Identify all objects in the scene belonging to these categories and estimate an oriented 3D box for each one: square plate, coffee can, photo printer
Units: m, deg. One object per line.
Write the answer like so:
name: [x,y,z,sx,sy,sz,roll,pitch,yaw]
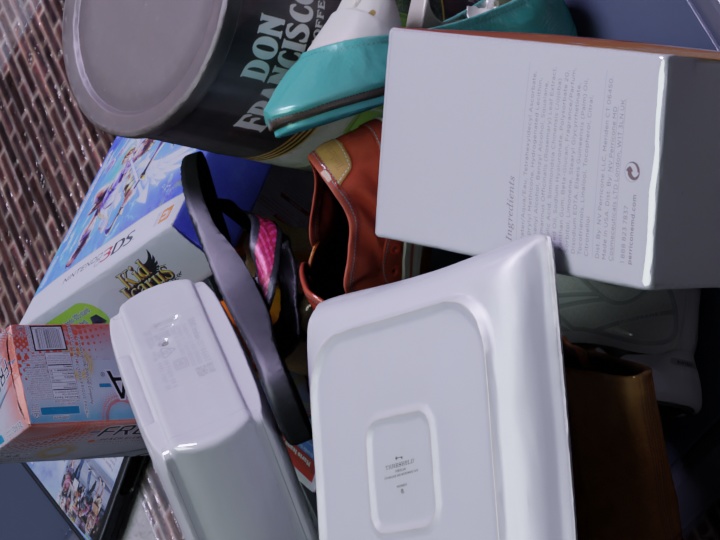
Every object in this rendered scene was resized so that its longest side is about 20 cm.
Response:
square plate: [0.031,0.096,1.174,0.200,0.028,0.199,-18,72,55]
coffee can: [-0.042,-0.130,1.360,0.146,0.200,0.147,-12,74,47]
photo printer: [-0.067,0.126,1.346,0.166,0.069,0.200,-120,10,-58]

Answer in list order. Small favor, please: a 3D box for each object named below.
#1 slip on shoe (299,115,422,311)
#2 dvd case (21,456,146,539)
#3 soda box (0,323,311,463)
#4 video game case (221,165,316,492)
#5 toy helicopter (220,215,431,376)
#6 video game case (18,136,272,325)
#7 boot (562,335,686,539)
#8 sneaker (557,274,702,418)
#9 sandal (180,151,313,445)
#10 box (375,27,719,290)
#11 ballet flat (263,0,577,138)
slip on shoe: [-0.004,0.010,1.305,0.074,0.061,0.200,-126,30,-47]
dvd case: [-0.180,0.075,1.690,0.143,0.018,0.200,44,121,42]
soda box: [-0.130,0.071,1.452,0.068,0.200,0.064,-35,62,48]
video game case: [-0.034,0.014,1.506,0.143,0.017,0.200,38,118,45]
toy helicopter: [0.000,0.000,1.383,0.200,0.132,0.079,-55,9,47]
video game case: [-0.113,-0.055,1.501,0.181,0.045,0.200,-30,29,46]
boot: [0.156,0.134,1.181,0.188,0.068,0.201,29,135,61]
sneaker: [0.102,0.028,1.300,0.200,0.075,0.081,5,84,45]
sandal: [-0.050,0.010,1.312,0.075,0.045,0.200,65,179,-48]
box: [0.127,-0.057,1.194,0.200,0.152,0.107,13,101,50]
ballet flat: [0.026,-0.121,1.285,0.067,0.200,0.071,-10,95,57]
